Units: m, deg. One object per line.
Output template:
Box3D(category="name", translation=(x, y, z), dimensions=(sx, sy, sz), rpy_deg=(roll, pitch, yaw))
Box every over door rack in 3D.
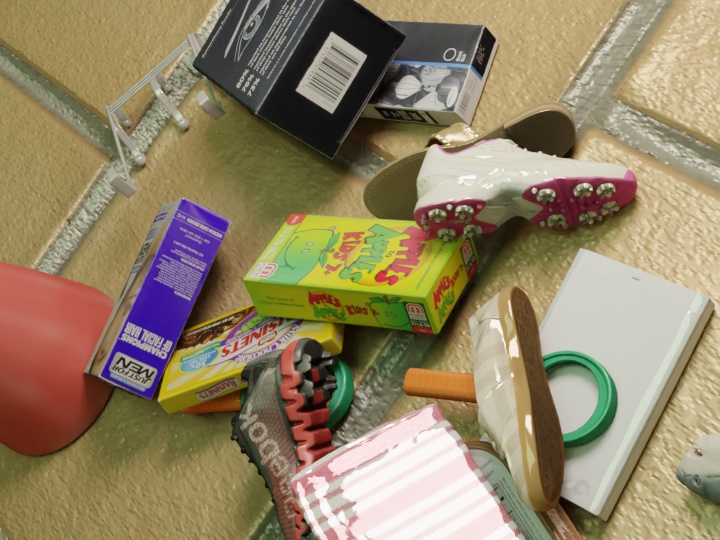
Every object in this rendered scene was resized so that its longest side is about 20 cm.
Box3D(category="over door rack", translation=(-0.215, -0.170, 1.483), dimensions=(0.147, 0.067, 0.200), rpy_deg=(-39, 31, 13))

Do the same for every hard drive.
Box3D(category="hard drive", translation=(0.196, 0.092, 1.115), dimensions=(0.131, 0.026, 0.201), rpy_deg=(24, 82, 39))

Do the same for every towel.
Box3D(category="towel", translation=(0.046, 0.213, 1.056), dimensions=(0.146, 0.030, 0.201), rpy_deg=(-27, 56, -11))

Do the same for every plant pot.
Box3D(category="plant pot", translation=(-0.385, 0.080, 1.418), dimensions=(0.199, 0.177, 0.202), rpy_deg=(-14, 61, 28))

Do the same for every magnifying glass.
Box3D(category="magnifying glass", translation=(-0.095, 0.121, 1.292), dimensions=(0.199, 0.022, 0.080), rpy_deg=(-8, 64, 32))
Box3D(category="magnifying glass", translation=(0.125, 0.104, 1.129), dimensions=(0.199, 0.022, 0.080), rpy_deg=(4, 70, 34))

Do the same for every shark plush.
Box3D(category="shark plush", translation=(0.331, 0.186, 0.978), dimensions=(0.200, 0.091, 0.084), rpy_deg=(38, 112, 19))

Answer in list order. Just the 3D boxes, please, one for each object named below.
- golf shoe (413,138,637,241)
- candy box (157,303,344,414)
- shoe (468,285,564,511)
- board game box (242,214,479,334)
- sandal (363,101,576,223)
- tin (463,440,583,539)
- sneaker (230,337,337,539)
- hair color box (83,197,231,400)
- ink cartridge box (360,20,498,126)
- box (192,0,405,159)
Box3D(category="golf shoe", translation=(0.145, -0.085, 1.179), dimensions=(0.198, 0.076, 0.092), rpy_deg=(-5, 57, 5))
Box3D(category="candy box", translation=(-0.104, 0.071, 1.298), dimensions=(0.199, 0.026, 0.103), rpy_deg=(-21, 36, 20))
Box3D(category="shoe", translation=(0.124, 0.107, 1.073), dimensions=(0.053, 0.070, 0.201), rpy_deg=(-22, 50, 23))
Box3D(category="board game box", translation=(0.000, 0.000, 1.243), dimensions=(0.199, 0.048, 0.102), rpy_deg=(4, 43, 31))
Box3D(category="sandal", translation=(0.105, -0.109, 1.262), dimensions=(0.210, 0.078, 0.070), rpy_deg=(-23, 25, 15))
Box3D(category="tin", translation=(0.120, 0.228, 1.076), dimensions=(0.112, 0.042, 0.201), rpy_deg=(-44, 56, 16))
Box3D(category="sneaker", translation=(-0.068, 0.166, 1.207), dimensions=(0.097, 0.071, 0.202), rpy_deg=(-9, 84, 26))
Box3D(category="hair color box", translation=(-0.212, 0.029, 1.370), dimensions=(0.201, 0.064, 0.109), rpy_deg=(-68, 18, -10))
Box3D(category="ink cartridge box", translation=(0.038, -0.205, 1.357), dimensions=(0.199, 0.039, 0.100), rpy_deg=(9, 74, 37))
Box3D(category="box", translation=(-0.068, -0.225, 1.356), dimensions=(0.149, 0.104, 0.200), rpy_deg=(-58, 33, 7))
